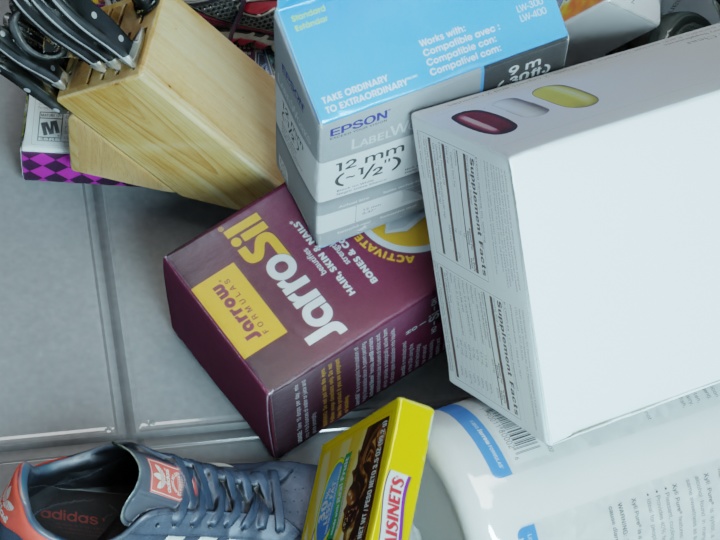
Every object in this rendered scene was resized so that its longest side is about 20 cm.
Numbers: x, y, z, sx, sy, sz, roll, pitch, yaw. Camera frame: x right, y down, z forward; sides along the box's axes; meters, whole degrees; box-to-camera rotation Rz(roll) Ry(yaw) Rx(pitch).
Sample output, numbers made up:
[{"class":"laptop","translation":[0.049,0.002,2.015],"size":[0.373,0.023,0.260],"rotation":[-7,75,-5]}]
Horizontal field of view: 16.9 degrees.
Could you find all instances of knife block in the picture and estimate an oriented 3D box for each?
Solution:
[{"class":"knife block","translation":[-0.112,-0.115,1.373],"size":[0.199,0.176,0.064],"rotation":[14,62,1]}]

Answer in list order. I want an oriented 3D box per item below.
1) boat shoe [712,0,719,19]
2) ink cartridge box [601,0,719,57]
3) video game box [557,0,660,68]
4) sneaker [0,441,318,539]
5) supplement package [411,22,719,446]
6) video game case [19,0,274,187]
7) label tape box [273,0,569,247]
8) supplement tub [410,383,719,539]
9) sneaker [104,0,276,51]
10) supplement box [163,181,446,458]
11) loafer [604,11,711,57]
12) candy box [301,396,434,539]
[{"class":"boat shoe","translation":[0.236,-0.155,1.374],"size":[0.075,0.200,0.093],"rotation":[-31,46,-2]},{"class":"ink cartridge box","translation":[0.220,-0.208,1.495],"size":[0.200,0.148,0.086],"rotation":[-6,51,-46]},{"class":"video game box","translation":[0.100,-0.195,1.425],"size":[0.047,0.200,0.183],"rotation":[18,63,-31]},{"class":"sneaker","translation":[-0.096,0.126,1.296],"size":[0.199,0.085,0.075],"rotation":[-6,54,-11]},{"class":"supplement package","translation":[0.147,-0.025,1.250],"size":[0.199,0.156,0.111],"rotation":[-18,22,-21]},{"class":"video game case","translation":[-0.107,-0.129,1.514],"size":[0.199,0.036,0.182],"rotation":[3,53,-5]},{"class":"label tape box","translation":[0.031,-0.104,1.274],"size":[0.143,0.200,0.066],"rotation":[-20,67,-12]},{"class":"supplement tub","translation":[0.129,0.114,1.302],"size":[0.199,0.132,0.132],"rotation":[-16,57,-18]},{"class":"sneaker","translation":[-0.057,-0.176,1.486],"size":[0.199,0.075,0.081],"rotation":[-8,53,-14]},{"class":"supplement box","translation":[0.000,0.000,1.380],"size":[0.200,0.086,0.110],"rotation":[-32,65,-16]},{"class":"loafer","translation":[0.149,-0.050,1.367],"size":[0.063,0.072,0.201],"rotation":[7,75,50]},{"class":"candy box","translation":[-0.011,0.171,1.238],"size":[0.026,0.102,0.201],"rotation":[20,64,-16]}]
